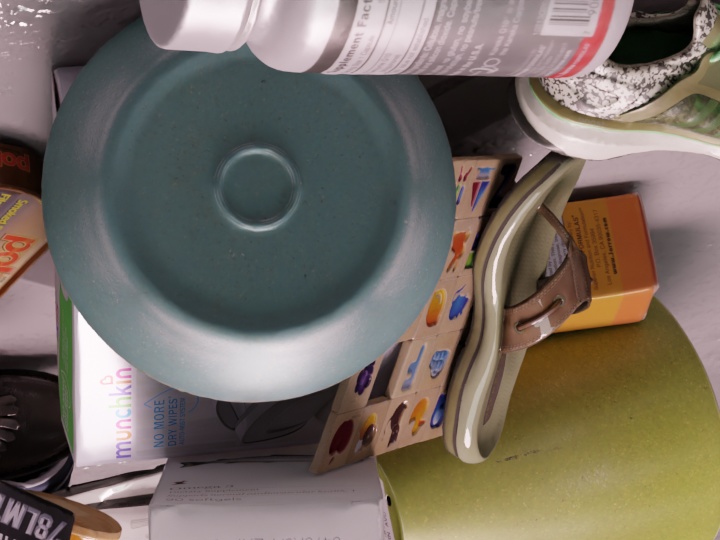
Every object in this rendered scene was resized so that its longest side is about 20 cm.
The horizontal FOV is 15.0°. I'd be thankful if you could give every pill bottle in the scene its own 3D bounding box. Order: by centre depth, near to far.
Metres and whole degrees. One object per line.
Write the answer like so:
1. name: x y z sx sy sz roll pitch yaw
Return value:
1. pill bottle: 0.010 -0.142 1.190 0.200 0.114 0.114 0 155 -20

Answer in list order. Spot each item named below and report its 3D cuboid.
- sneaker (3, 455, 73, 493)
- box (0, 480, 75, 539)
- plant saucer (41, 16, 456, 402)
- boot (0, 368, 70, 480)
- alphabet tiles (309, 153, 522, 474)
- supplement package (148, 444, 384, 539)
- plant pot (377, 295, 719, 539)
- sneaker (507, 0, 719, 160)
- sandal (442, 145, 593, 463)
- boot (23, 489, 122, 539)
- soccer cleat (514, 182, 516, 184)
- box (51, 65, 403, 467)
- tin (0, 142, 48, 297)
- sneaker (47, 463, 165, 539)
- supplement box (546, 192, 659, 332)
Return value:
1. sneaker: -0.278 0.132 1.764 0.200 0.070 0.109 -9 163 -20
2. box: -0.296 0.125 1.540 0.198 0.050 0.200 2 162 30
3. plant saucer: -0.050 -0.038 1.296 0.200 0.200 0.036 -6 175 -8
4. boot: -0.251 0.092 1.620 0.200 0.069 0.174 -3 176 -12
5. alphabet tiles: 0.044 0.017 1.435 0.008 0.167 0.200 24 -167 20
6. supplement package: -0.045 0.157 1.411 0.117 0.117 0.200 -2 -175 -1
7. plant pot: 0.088 0.116 1.665 0.200 0.187 0.187 -16 161 -26
8. sneaker: 0.180 -0.106 1.403 0.200 0.077 0.089 -5 147 -16
9. sandal: 0.095 0.018 1.467 0.080 0.057 0.201 -36 144 -53
10. boot: -0.246 0.204 1.695 0.201 0.144 0.071 8 -179 21
11. soccer cleat: 0.000 0.000 1.535 0.200 0.070 0.086 -12 117 3
12. box: -0.069 -0.008 1.415 0.176 0.097 0.200 -5 132 -11
13. tin: -0.239 -0.011 1.485 0.112 0.042 0.200 12 146 -32
14. sneaker: -0.134 0.186 1.743 0.200 0.116 0.076 -16 171 29
15. supplement box: 0.069 0.005 1.608 0.200 0.069 0.067 -9 162 -6
